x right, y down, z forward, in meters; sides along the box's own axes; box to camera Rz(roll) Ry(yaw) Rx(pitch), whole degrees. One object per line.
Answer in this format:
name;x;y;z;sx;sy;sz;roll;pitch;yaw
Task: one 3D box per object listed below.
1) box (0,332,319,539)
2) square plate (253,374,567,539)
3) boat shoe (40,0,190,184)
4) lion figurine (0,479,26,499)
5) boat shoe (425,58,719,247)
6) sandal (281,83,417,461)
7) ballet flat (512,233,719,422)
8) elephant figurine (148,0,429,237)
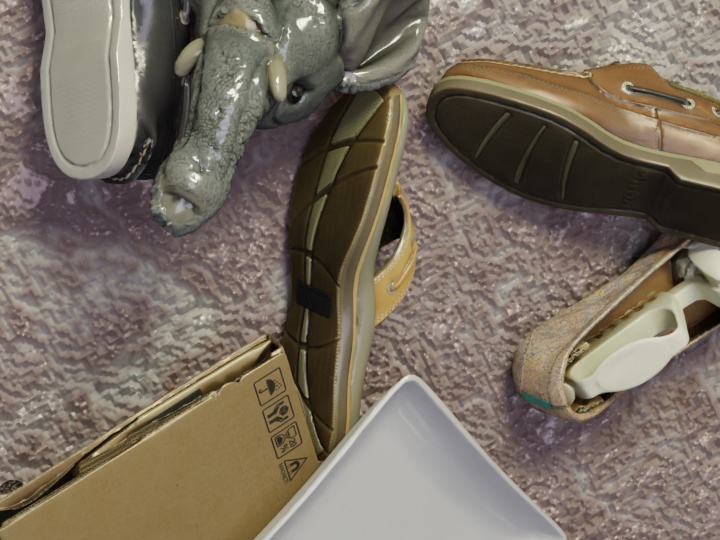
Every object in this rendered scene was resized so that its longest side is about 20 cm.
box;-0.085;0.150;0.830;0.163;0.021;0.201;-32;132;-20
square plate;0.001;0.170;0.874;0.198;0.028;0.200;-47;134;-4
boat shoe;-0.113;-0.143;0.788;0.060;0.073;0.203;-1;88;-55
lion figurine;-0.128;0.158;0.854;0.198;0.073;0.124;-15;117;-15
boat shoe;0.132;-0.073;0.868;0.198;0.072;0.069;20;58;-6
sandal;0.000;0.000;0.847;0.053;0.080;0.202;-1;106;-30
ballet flat;0.175;0.019;0.895;0.199;0.067;0.068;-38;110;-3
elephant figurine;-0.034;-0.132;0.766;0.154;0.141;0.202;0;114;-30
